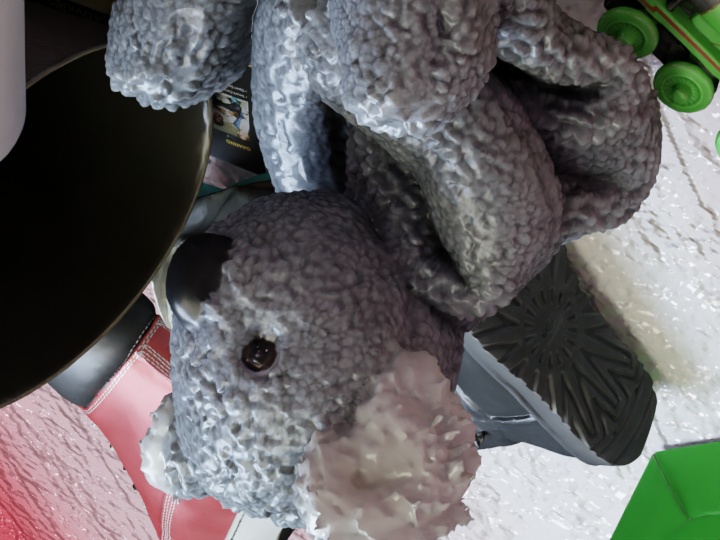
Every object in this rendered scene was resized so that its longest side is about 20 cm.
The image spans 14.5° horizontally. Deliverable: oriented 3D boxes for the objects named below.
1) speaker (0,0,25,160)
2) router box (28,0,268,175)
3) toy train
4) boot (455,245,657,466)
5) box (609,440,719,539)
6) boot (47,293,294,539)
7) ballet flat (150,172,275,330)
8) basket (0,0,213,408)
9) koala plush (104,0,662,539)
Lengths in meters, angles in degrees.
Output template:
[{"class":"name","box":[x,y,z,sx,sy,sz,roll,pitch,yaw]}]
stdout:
[{"class":"speaker","box":[-0.147,-0.121,0.909,0.081,0.081,0.200,23,140,14]},{"class":"router box","box":[-0.113,-0.135,1.104,0.199,0.052,0.157,22,147,15]},{"class":"toy train","box":[0.164,-0.047,1.003,0.200,0.042,0.056,42,137,-16]},{"class":"boot","box":[0.007,0.022,1.214,0.200,0.066,0.165,1,134,46]},{"class":"box","box":[0.223,0.155,1.170,0.177,0.097,0.200,46,145,-22]},{"class":"boot","box":[-0.091,0.077,1.259,0.144,0.073,0.200,31,149,5]},{"class":"ballet flat","box":[-0.053,-0.004,1.146,0.068,0.069,0.200,20,176,-12]},{"class":"basket","box":[-0.190,-0.053,1.091,0.200,0.180,0.136,26,139,29]},{"class":"koala plush","box":[0.000,0.000,0.972,0.183,0.201,0.177,26,169,-38]}]
